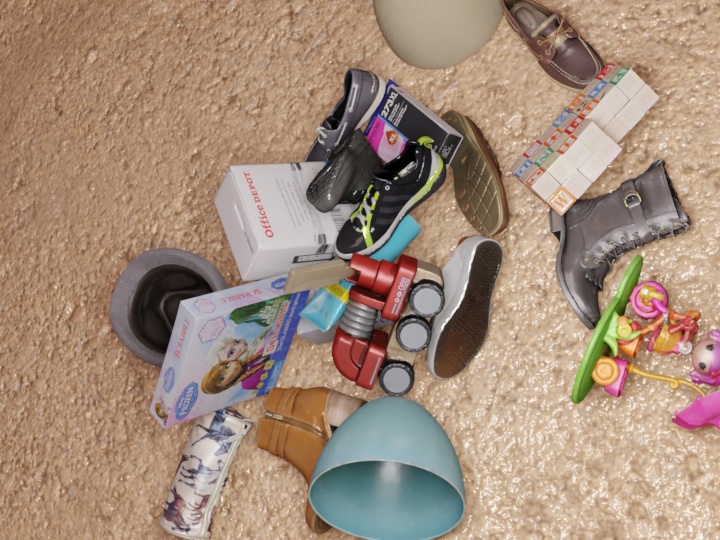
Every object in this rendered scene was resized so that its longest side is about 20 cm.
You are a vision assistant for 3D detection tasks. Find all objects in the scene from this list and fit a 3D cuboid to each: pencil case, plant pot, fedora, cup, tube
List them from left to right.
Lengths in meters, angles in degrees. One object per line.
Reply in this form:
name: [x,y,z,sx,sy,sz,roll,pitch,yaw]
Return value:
fedora: [-0.269,0.063,1.842,0.200,0.090,0.177,18,84,24]
pencil case: [-0.221,0.291,1.751,0.089,0.078,0.200,10,77,50]
tube: [0.000,0.000,1.676,0.200,0.050,0.077,-48,28,-7]
plant pot: [0.039,0.244,1.582,0.200,0.200,0.135,-14,45,23]
cup: [0.095,-0.415,1.778,0.200,0.143,0.201,-9,69,25]

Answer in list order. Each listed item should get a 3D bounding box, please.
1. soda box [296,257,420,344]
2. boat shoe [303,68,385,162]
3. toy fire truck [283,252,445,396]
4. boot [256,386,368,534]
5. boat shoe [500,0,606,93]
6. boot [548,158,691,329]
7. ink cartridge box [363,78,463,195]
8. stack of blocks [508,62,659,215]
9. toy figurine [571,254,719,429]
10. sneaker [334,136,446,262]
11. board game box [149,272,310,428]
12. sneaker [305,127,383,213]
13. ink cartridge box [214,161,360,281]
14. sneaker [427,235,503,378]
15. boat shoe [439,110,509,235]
soda box: [0.007,0.044,1.720,0.200,0.063,0.068,-15,67,22]
boat shoe: [-0.042,-0.214,1.810,0.200,0.063,0.073,-55,43,18]
toy fire truck: [-0.005,0.057,1.588,0.200,0.129,0.176,20,106,-2]
boot: [-0.083,0.255,1.690,0.155,0.077,0.200,6,75,28]
boat shoe: [0.264,-0.323,1.701,0.072,0.072,0.200,-42,60,10]
boot: [0.339,-0.036,1.571,0.174,0.069,0.200,-17,65,22]
ink cartridge box: [0.063,-0.196,1.747,0.200,0.037,0.095,47,118,46]
stack of blocks: [0.297,-0.176,1.609,0.200,0.059,0.115,-47,17,6]
toy figurine: [0.380,0.106,1.475,0.184,0.150,0.200,24,90,20]
sneaker: [0.026,-0.102,1.638,0.200,0.083,0.072,-46,45,2]
board game box: [-0.178,0.108,1.674,0.041,0.199,0.200,43,130,30]
sneaker: [-0.009,-0.126,1.689,0.091,0.200,0.076,46,123,-10]
ink cartridge box: [-0.089,-0.073,1.725,0.084,0.200,0.146,-56,49,47]
sneaker: [0.134,0.048,1.665,0.085,0.073,0.200,24,94,65]
boat shoe: [0.167,-0.135,1.689,0.072,0.067,0.200,-44,52,36]
